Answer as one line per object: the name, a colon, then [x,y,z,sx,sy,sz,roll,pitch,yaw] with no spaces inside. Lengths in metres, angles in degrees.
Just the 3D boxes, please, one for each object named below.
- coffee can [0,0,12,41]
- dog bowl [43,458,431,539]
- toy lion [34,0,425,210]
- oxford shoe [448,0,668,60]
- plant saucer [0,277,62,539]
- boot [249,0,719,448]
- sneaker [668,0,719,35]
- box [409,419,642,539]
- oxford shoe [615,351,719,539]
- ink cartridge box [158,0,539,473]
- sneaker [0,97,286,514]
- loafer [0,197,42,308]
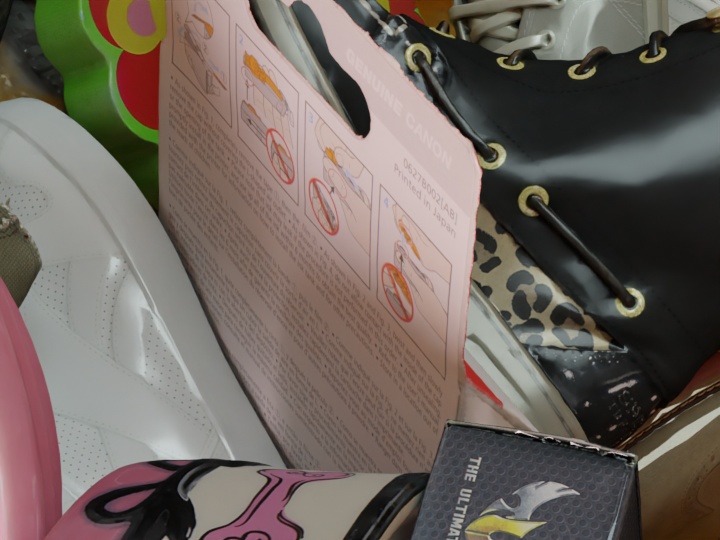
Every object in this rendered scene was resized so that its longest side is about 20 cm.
coffee can: [-0.204,-0.134,0.798,0.198,0.147,0.147,12,48,0]
dog bowl: [-0.045,0.133,0.607,0.073,0.201,0.201,17,46,13]
toy lion: [-0.012,-0.099,0.867,0.199,0.068,0.193,16,73,-36]
oxford shoe: [0.057,-0.065,0.833,0.057,0.075,0.202,-5,87,-41]
plant saucer: [-0.144,0.051,0.651,0.201,0.201,0.051,48,30,23]
boot: [0.060,-0.054,0.774,0.153,0.074,0.204,-30,75,-5]
sneaker: [0.143,-0.118,0.944,0.076,0.092,0.200,39,50,17]
box: [0.023,0.160,0.598,0.051,0.158,0.201,9,57,15]
oxford shoe: [0.147,0.060,0.810,0.199,0.071,0.075,-14,63,-25]
ink cartridge box: [0.000,0.000,0.705,0.050,0.201,0.161,-18,45,-26]
sneaker: [-0.103,0.036,0.747,0.115,0.074,0.200,-16,56,-29]
loafer: [-0.167,-0.015,0.748,0.199,0.076,0.070,27,42,32]
